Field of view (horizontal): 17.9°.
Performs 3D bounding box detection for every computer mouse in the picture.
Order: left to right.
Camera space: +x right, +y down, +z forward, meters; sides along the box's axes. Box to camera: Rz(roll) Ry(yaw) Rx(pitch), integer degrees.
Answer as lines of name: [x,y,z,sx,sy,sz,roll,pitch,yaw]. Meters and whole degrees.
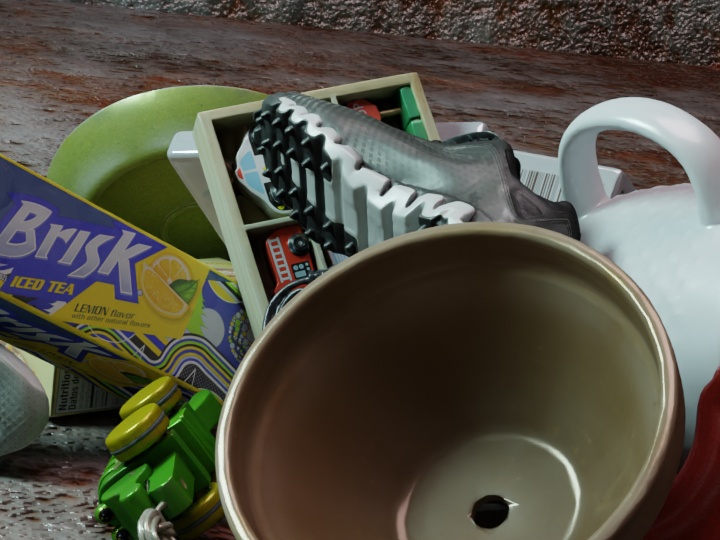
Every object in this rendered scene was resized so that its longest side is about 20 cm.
computer mouse: [0.039,0.056,1.099,0.200,0.141,0.046,-7,-33,20]

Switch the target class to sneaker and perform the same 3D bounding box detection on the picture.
sneaker: [-0.229,0.045,1.161,0.200,0.071,0.080,14,11,31]
sneaker: [0.030,-0.039,1.121,0.090,0.067,0.200,-24,40,-32]

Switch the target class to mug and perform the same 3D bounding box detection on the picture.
mug: [0.159,0.006,1.113,0.148,0.200,0.175,-35,26,-27]

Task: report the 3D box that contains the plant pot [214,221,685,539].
plant pot: [0.046,0.085,0.984,0.201,0.093,0.201,-11,50,14]

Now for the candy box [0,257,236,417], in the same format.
candy box: [-0.125,0.035,1.297,0.200,0.055,0.115,-5,16,-42]

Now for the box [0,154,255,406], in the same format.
box: [-0.142,0.009,1.157,0.200,0.070,0.064,29,-25,-35]

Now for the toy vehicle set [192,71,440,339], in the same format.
toy vehicle set: [0.000,0.000,1.188,0.124,0.200,0.027,-13,-18,-18]

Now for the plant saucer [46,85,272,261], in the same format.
plant saucer: [-0.094,-0.033,1.404,0.200,0.200,0.031,5,50,-9]

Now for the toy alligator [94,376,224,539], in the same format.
toy alligator: [-0.097,0.100,1.034,0.054,0.059,0.200,-35,11,12]

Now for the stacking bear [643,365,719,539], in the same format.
stacking bear: [0.230,0.118,1.009,0.200,0.122,0.114,8,28,-44]

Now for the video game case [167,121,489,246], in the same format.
video game case: [0.010,-0.019,1.337,0.200,0.024,0.182,0,-37,28]

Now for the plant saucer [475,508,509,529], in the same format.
plant saucer: [0.133,0.115,1.132,0.200,0.035,0.200,8,13,-2]

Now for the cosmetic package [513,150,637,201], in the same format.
cosmetic package: [0.134,-0.008,1.436,0.102,0.074,0.200,12,-14,25]
